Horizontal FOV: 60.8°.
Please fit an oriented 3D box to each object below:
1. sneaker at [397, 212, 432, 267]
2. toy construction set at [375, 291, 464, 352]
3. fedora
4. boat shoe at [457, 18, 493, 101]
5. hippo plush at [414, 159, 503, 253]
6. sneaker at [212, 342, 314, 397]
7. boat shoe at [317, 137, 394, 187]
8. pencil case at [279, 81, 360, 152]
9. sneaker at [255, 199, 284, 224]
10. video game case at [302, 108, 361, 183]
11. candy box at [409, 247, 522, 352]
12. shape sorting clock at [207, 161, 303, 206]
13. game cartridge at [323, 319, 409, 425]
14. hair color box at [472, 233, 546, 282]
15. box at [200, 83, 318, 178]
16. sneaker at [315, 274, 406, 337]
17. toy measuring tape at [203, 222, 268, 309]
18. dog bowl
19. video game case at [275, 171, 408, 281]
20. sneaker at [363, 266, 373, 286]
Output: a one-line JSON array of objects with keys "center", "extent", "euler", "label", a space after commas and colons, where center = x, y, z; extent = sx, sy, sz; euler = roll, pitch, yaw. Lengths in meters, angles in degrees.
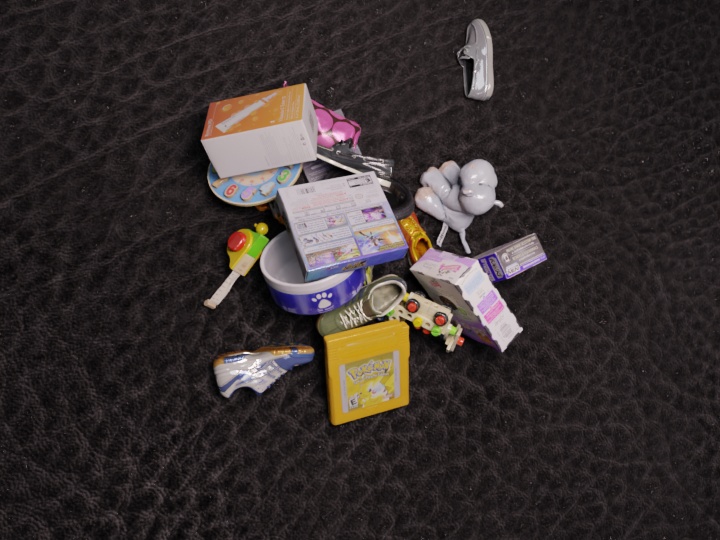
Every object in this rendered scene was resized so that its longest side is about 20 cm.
[{"center": [0.113, -0.089, 1.344], "extent": [0.073, 0.077, 0.201], "euler": [-31, 89, -18], "label": "sneaker"}, {"center": [0.125, 0.111, 1.272], "extent": [0.199, 0.132, 0.092], "euler": [17, 34, 1], "label": "toy construction set"}, {"center": [0.010, -0.135, 1.286], "extent": [0.199, 0.092, 0.201], "euler": [9, 40, -8], "label": "fedora"}, {"center": [0.271, -0.507, 1.468], "extent": [0.071, 0.070, 0.202], "euler": [-2, 84, -21], "label": "boat shoe"}, {"center": [0.215, -0.164, 1.343], "extent": [0.158, 0.161, 0.201], "euler": [13, 77, -15], "label": "hippo plush"}, {"center": [-0.187, 0.197, 1.213], "extent": [0.199, 0.075, 0.089], "euler": [-8, 94, -11], "label": "sneaker"}, {"center": [-0.022, -0.235, 1.247], "extent": [0.199, 0.074, 0.066], "euler": [24, 100, 8], "label": "boat shoe"}, {"center": [-0.095, -0.311, 1.296], "extent": [0.199, 0.091, 0.094], "euler": [27, 77, -14], "label": "pencil case"}, {"center": [-0.138, -0.123, 1.244], "extent": [0.200, 0.078, 0.077], "euler": [33, 83, 36], "label": "sneaker"}, {"center": [-0.065, -0.242, 1.347], "extent": [0.142, 0.019, 0.201], "euler": [-24, 87, -20], "label": "video game case"}, {"center": [0.216, 0.058, 1.266], "extent": [0.072, 0.168, 0.200], "euler": [-44, 117, -12], "label": "candy box"}, {"center": [-0.214, -0.213, 1.242], "extent": [0.199, 0.039, 0.201], "euler": [-4, 54, 5], "label": "shape sorting clock"}, {"center": [0.016, 0.204, 1.233], "extent": [0.175, 0.032, 0.201], "euler": [-12, 119, -18], "label": "game cartridge"}, {"center": [0.293, -0.014, 1.320], "extent": [0.109, 0.200, 0.065], "euler": [-24, 87, -19], "label": "hair color box"}, {"center": [-0.191, -0.271, 1.191], "extent": [0.199, 0.098, 0.125], "euler": [-10, 48, 9], "label": "box"}, {"center": [0.005, 0.070, 1.196], "extent": [0.200, 0.090, 0.067], "euler": [-30, 100, -8], "label": "sneaker"}, {"center": [-0.256, -0.018, 1.235], "extent": [0.073, 0.074, 0.200], "euler": [38, 91, -8], "label": "toy measuring tape"}, {"center": [-0.091, -0.009, 1.204], "extent": [0.200, 0.200, 0.079], "euler": [-31, 132, -19], "label": "dog bowl"}, {"center": [-0.036, -0.086, 1.141], "extent": [0.199, 0.046, 0.182], "euler": [-13, 64, -19], "label": "video game case"}, {"center": [0.000, 0.000, 1.294], "extent": [0.075, 0.076, 0.201], "euler": [2, 79, -15], "label": "sneaker"}]
